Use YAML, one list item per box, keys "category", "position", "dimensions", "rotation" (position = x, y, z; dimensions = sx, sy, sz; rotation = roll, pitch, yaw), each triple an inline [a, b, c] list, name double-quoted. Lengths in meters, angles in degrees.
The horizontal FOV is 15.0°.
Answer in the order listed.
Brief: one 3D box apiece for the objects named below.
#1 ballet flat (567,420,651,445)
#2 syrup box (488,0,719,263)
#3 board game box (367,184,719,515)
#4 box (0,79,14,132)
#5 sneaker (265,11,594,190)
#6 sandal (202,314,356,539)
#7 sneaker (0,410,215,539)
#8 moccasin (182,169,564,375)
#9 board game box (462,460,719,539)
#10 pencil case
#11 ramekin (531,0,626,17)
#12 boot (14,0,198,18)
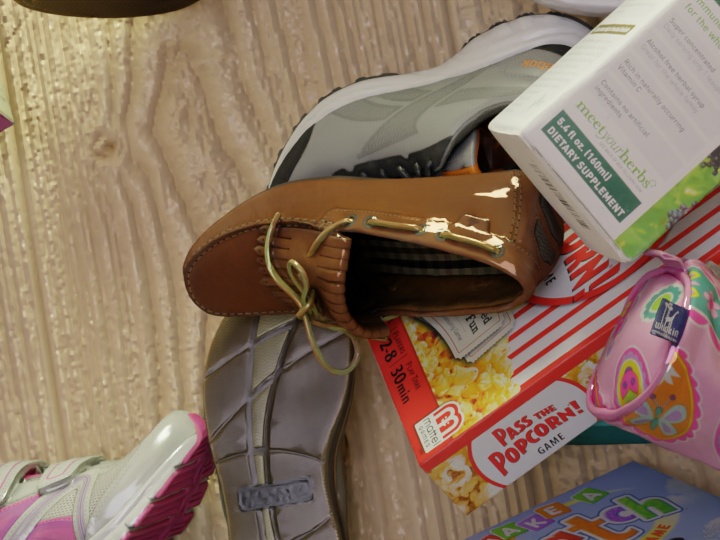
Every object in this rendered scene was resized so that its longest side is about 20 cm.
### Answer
- category: "ballet flat"
  position: [0.160, 0.059, 1.329]
  dimensions: [0.199, 0.068, 0.069]
  rotation: [9, 75, 17]
- category: "syrup box"
  position: [0.161, -0.100, 1.237]
  dimensions: [0.200, 0.081, 0.079]
  rotation: [-41, 99, -3]
- category: "board game box"
  position: [0.100, 0.005, 1.319]
  dimensions: [0.200, 0.046, 0.152]
  rotation: [-36, 36, 9]
- category: "box"
  position: [-0.303, -0.132, 1.443]
  dimensions: [0.175, 0.097, 0.201]
  rotation: [-28, 61, 12]
- category: "sneaker"
  position: [0.032, -0.058, 1.348]
  dimensions: [0.199, 0.074, 0.080]
  rotation: [-26, 33, 28]
- category: "sandal"
  position: [-0.034, 0.098, 1.385]
  dimensions: [0.080, 0.054, 0.201]
  rotation: [-6, 83, 14]
- category: "sneaker"
  position: [-0.162, 0.131, 1.405]
  dimensions: [0.200, 0.081, 0.088]
  rotation: [-39, 77, 8]
- category: "moccasin"
  position: [0.001, 0.001, 1.313]
  dimensions: [0.200, 0.074, 0.078]
  rotation: [0, 44, 26]
- category: "board game box"
  position: [0.140, 0.154, 1.239]
  dimensions: [0.200, 0.151, 0.037]
  rotation: [20, 123, 49]
- category: "pencil case"
  position: [0.200, 0.063, 1.226]
  dimensions: [0.199, 0.087, 0.088]
  rotation: [25, 91, -15]
- category: "ramekin"
  position: [0.132, -0.219, 1.351]
  dimensions: [0.201, 0.094, 0.204]
  rotation: [-2, 84, 16]
- category: "boot"
  position: [-0.098, -0.222, 1.426]
  dimensions: [0.199, 0.077, 0.156]
  rotation: [-15, 82, 12]
